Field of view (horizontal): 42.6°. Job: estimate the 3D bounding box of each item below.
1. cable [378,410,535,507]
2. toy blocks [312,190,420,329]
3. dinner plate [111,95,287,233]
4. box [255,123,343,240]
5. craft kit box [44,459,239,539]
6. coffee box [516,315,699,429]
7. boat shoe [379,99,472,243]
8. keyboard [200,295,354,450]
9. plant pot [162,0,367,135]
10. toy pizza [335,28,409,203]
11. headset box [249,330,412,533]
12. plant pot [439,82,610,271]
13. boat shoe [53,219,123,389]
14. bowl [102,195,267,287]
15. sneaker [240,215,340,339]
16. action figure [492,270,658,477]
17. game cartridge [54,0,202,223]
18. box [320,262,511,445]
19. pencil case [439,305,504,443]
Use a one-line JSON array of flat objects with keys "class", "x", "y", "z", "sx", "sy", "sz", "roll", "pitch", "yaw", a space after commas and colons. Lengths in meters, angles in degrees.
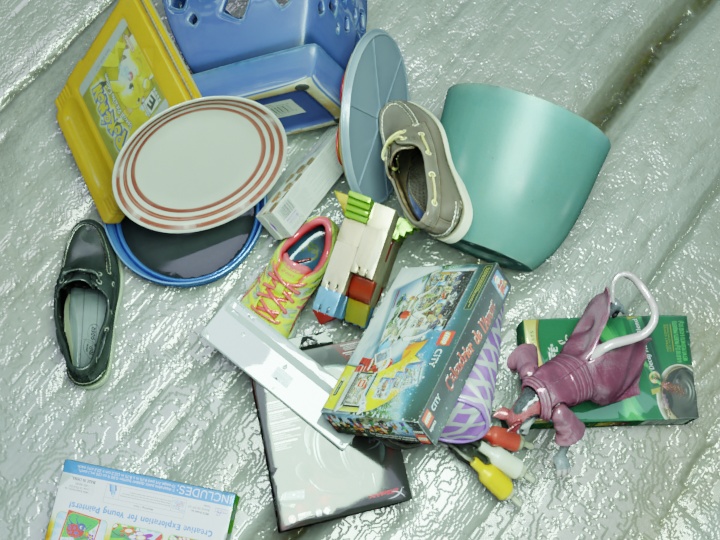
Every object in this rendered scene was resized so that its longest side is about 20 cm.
[{"class": "cable", "x": 0.110, "y": 0.178, "z": 1.006, "sx": 0.198, "sy": 0.050, "sz": 0.099, "roll": 30, "pitch": 62, "yaw": -24}, {"class": "toy blocks", "x": 0.000, "y": 0.000, "z": 1.028, "sx": 0.098, "sy": 0.200, "sz": 0.139, "roll": 20, "pitch": 88, "yaw": 8}, {"class": "dinner plate", "x": -0.174, "y": -0.117, "z": 1.005, "sx": 0.197, "sy": 0.202, "sz": 0.024, "roll": -24, "pitch": 57, "yaw": -8}, {"class": "box", "x": -0.048, "y": -0.120, "z": 1.095, "sx": 0.042, "sy": 0.038, "sz": 0.201, "roll": 49, "pitch": 59, "yaw": -24}, {"class": "craft kit box", "x": -0.246, "y": 0.323, "z": 0.994, "sx": 0.195, "sy": 0.049, "sz": 0.202, "roll": 11, "pitch": 72, "yaw": 2}, {"class": "coffee box", "x": 0.282, "y": 0.117, "z": 1.064, "sx": 0.195, "sy": 0.044, "sz": 0.126, "roll": 0, "pitch": 74, "yaw": -2}, {"class": "boat shoe", "x": 0.058, "y": -0.117, "z": 0.995, "sx": 0.059, "sy": 0.072, "sz": 0.203, "roll": 14, "pitch": 43, "yaw": -38}, {"class": "keyboard", "x": -0.079, "y": 0.109, "z": 0.990, "sx": 0.199, "sy": 0.011, "sz": 0.057, "roll": 38, "pitch": 77, "yaw": 6}, {"class": "plant pot", "x": -0.103, "y": -0.265, "z": 1.068, "sx": 0.196, "sy": 0.200, "sz": 0.184, "roll": -9, "pitch": 79, "yaw": 18}, {"class": "toy pizza", "x": 0.011, "y": -0.175, "z": 1.069, "sx": 0.031, "sy": 0.200, "sz": 0.204, "roll": 6, "pitch": 72, "yaw": 22}, {"class": "headset box", "x": -0.039, "y": 0.170, "z": 1.020, "sx": 0.145, "sy": 0.077, "sz": 0.204, "roll": -10, "pitch": 76, "yaw": -10}, {"class": "plant pot", "x": 0.164, "y": -0.095, "z": 1.051, "sx": 0.197, "sy": 0.201, "sz": 0.164, "roll": 20, "pitch": 88, "yaw": 4}, {"class": "boat shoe", "x": -0.318, "y": 0.031, "z": 1.062, "sx": 0.073, "sy": 0.066, "sz": 0.204, "roll": 1, "pitch": 74, "yaw": -1}, {"class": "bowl", "x": -0.209, "y": -0.076, "z": 1.110, "sx": 0.196, "sy": 0.039, "sz": 0.205, "roll": 0, "pitch": 74, "yaw": -1}, {"class": "sneaker", "x": -0.089, "y": 0.015, "z": 1.060, "sx": 0.077, "sy": 0.090, "sz": 0.202, "roll": 30, "pitch": 78, "yaw": 5}, {"class": "action figure", "x": 0.225, "y": 0.117, "z": 0.963, "sx": 0.198, "sy": 0.150, "sz": 0.135, "roll": -27, "pitch": 70, "yaw": -30}, {"class": "game cartridge", "x": -0.268, "y": -0.184, "z": 1.042, "sx": 0.200, "sy": 0.032, "sz": 0.178, "roll": -42, "pitch": 67, "yaw": 31}, {"class": "box", "x": 0.059, "y": 0.081, "z": 0.954, "sx": 0.038, "sy": 0.135, "sz": 0.202, "roll": 52, "pitch": 55, "yaw": -31}, {"class": "pencil case", "x": 0.109, "y": 0.091, "z": 1.005, "sx": 0.084, "sy": 0.085, "sz": 0.202, "roll": -14, "pitch": 36, "yaw": 25}]
